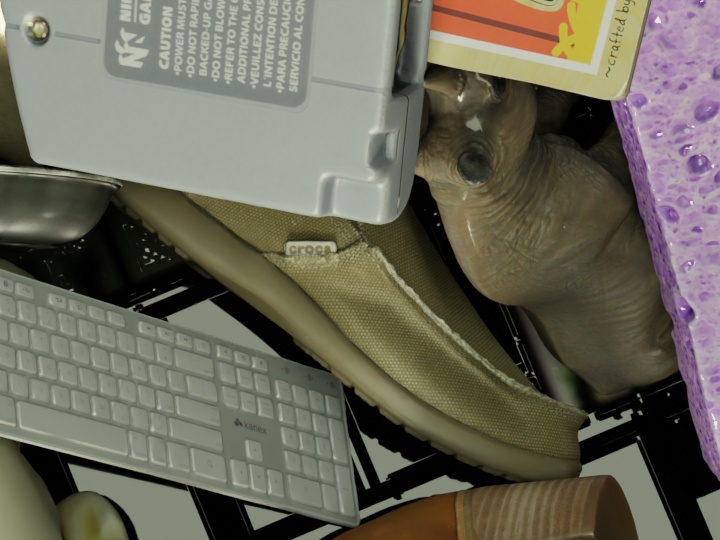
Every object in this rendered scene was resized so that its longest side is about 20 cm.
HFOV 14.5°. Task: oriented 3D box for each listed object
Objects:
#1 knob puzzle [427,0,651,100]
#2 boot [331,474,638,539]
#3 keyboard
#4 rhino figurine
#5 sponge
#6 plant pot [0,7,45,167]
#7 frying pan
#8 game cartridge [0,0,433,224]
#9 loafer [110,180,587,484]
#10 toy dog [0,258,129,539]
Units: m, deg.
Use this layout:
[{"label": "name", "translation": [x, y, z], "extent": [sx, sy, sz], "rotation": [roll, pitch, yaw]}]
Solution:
[{"label": "knob puzzle", "translation": [0.000, -0.158, 0.824], "extent": [0.219, 0.030, 0.220], "rotation": [1, 95, 12]}, {"label": "boot", "translation": [0.000, 0.136, 0.872], "extent": [0.155, 0.200, 0.074], "rotation": [-15, 105, 20]}, {"label": "keyboard", "translation": [-0.069, 0.039, 0.902], "extent": [0.011, 0.200, 0.056], "rotation": [-32, 57, 31]}, {"label": "rhino figurine", "translation": [0.063, -0.026, 0.918], "extent": [0.060, 0.200, 0.088], "rotation": [17, 75, 39]}, {"label": "sponge", "translation": [0.144, -0.027, 0.900], "extent": [0.111, 0.030, 0.200], "rotation": [-22, 126, -4]}, {"label": "plant pot", "translation": [-0.131, -0.139, 0.919], "extent": [0.187, 0.187, 0.200], "rotation": [-39, 100, -6]}, {"label": "frying pan", "translation": [-0.171, -0.023, 0.909], "extent": [0.190, 0.115, 0.031], "rotation": [0, 87, 7]}, {"label": "game cartridge", "translation": [-0.041, -0.121, 0.812], "extent": [0.133, 0.040, 0.200], "rotation": [11, 106, 17]}, {"label": "loafer", "translation": [0.000, 0.000, 0.951], "extent": [0.200, 0.076, 0.067], "rotation": [36, 90, 0]}, {"label": "toy dog", "translation": [-0.127, 0.102, 0.882], "extent": [0.139, 0.194, 0.200], "rotation": [-21, 78, -14]}]
